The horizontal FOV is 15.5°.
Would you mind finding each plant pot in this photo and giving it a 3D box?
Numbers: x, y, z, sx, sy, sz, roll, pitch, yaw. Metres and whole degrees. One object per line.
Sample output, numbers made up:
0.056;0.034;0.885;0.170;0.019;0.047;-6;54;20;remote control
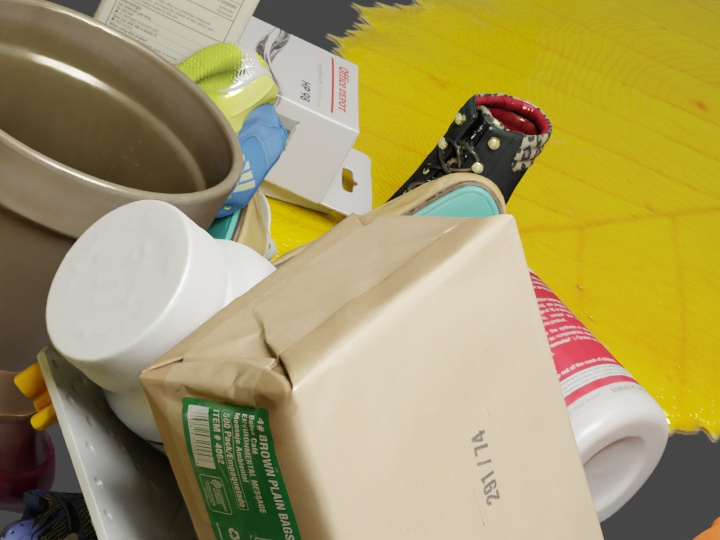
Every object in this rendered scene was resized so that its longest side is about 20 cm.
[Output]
-0.191;-0.033;1.507;0.199;0.174;0.200;23;27;-13;plant pot

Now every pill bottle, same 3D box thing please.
0.097;0.066;1.702;0.112;0.113;0.200;0;39;-46;pill bottle
-0.063;0.053;1.342;0.200;0.109;0.110;42;13;-42;pill bottle

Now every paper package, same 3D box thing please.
0.012;0.096;1.269;0.103;0.201;0.190;2;29;39;paper package

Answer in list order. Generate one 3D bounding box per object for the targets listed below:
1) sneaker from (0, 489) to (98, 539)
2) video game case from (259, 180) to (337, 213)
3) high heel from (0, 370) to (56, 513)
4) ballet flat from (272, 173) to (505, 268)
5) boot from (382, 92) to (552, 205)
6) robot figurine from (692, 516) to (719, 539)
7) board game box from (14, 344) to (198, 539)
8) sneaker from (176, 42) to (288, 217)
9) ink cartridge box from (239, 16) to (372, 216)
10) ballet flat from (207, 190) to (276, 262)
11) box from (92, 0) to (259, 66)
-0.159;0.168;1.315;0.078;0.076;0.200;21;18;0;sneaker
-0.103;-0.121;1.936;0.142;0.018;0.200;16;30;-27;video game case
-0.259;0.083;1.395;0.198;0.096;0.068;5;46;-4;high heel
0.000;0.000;1.674;0.063;0.199;0.069;-131;-164;-75;ballet flat
0.039;-0.044;1.790;0.073;0.154;0.203;42;28;24;boot
0.235;0.225;1.564;0.144;0.116;0.200;46;20;-18;robot figurine
-0.084;0.152;1.334;0.200;0.026;0.201;35;27;-53;board game box
-0.127;-0.052;1.655;0.105;0.199;0.076;55;3;-43;sneaker
-0.067;-0.121;1.875;0.199;0.067;0.116;24;26;-13;ink cartridge box
-0.082;-0.030;1.745;0.063;0.069;0.200;36;23;-24;ballet flat
-0.137;-0.132;1.708;0.095;0.201;0.078;26;26;-8;box
